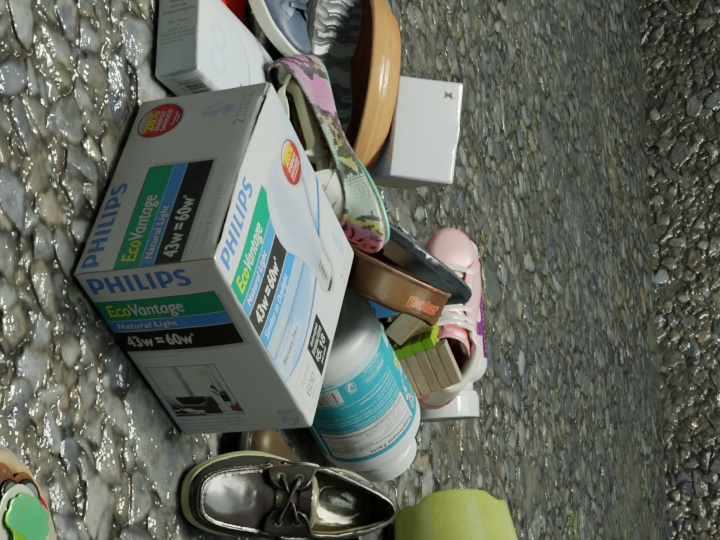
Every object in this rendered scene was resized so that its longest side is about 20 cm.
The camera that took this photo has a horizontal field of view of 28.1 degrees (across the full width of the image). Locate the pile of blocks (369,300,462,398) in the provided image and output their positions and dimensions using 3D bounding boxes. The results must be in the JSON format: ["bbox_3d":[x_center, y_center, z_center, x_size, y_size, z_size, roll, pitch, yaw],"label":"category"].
[{"bbox_3d":[0.025,0.042,1.466,0.200,0.082,0.062,42,21,-9],"label":"pile of blocks"}]

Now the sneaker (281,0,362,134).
[{"bbox_3d":[-0.049,-0.184,1.443,0.074,0.082,0.203,22,75,-23],"label":"sneaker"}]

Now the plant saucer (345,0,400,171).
[{"bbox_3d":[0.003,-0.184,1.471,0.200,0.037,0.203,-171,-90,-78],"label":"plant saucer"}]

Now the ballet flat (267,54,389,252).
[{"bbox_3d":[-0.040,-0.104,1.317,0.070,0.069,0.202,-12,76,-38],"label":"ballet flat"}]

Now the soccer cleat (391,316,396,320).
[{"bbox_3d":[0.025,0.115,1.526,0.069,0.076,0.203,4,79,-68],"label":"soccer cleat"}]

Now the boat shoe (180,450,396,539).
[{"bbox_3d":[-0.056,0.191,1.213,0.198,0.064,0.074,6,82,-37],"label":"boat shoe"}]

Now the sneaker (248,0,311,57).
[{"bbox_3d":[-0.069,-0.303,1.368,0.075,0.083,0.203,-16,88,-73],"label":"sneaker"}]

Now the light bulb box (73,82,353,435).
[{"bbox_3d":[-0.109,-0.007,1.162,0.201,0.123,0.200,63,29,-42],"label":"light bulb box"}]

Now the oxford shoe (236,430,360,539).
[{"bbox_3d":[-0.050,0.200,1.302,0.201,0.083,0.073,60,32,-41],"label":"oxford shoe"}]

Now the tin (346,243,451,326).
[{"bbox_3d":[0.000,0.000,1.337,0.111,0.199,0.042,18,96,-42],"label":"tin"}]

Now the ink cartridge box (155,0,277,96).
[{"bbox_3d":[-0.124,-0.233,1.302,0.160,0.047,0.203,39,49,-61],"label":"ink cartridge box"}]

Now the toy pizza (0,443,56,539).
[{"bbox_3d":[-0.236,0.202,0.895,0.200,0.031,0.203,-8,90,-69],"label":"toy pizza"}]

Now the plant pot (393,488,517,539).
[{"bbox_3d":[0.109,0.346,1.550,0.201,0.198,0.186,52,25,-52],"label":"plant pot"}]

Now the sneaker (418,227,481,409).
[{"bbox_3d":[0.099,0.045,1.554,0.105,0.074,0.203,129,-30,-75],"label":"sneaker"}]

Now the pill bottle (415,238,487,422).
[{"bbox_3d":[0.089,0.071,1.657,0.112,0.111,0.203,16,67,-67],"label":"pill bottle"}]

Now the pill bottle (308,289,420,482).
[{"bbox_3d":[-0.009,0.118,1.397,0.112,0.109,0.201,-76,151,-42],"label":"pill bottle"}]

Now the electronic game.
[{"bbox_3d":[0.029,-0.027,1.462,0.042,0.199,0.200,-55,149,-4],"label":"electronic game"}]

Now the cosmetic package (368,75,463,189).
[{"bbox_3d":[0.043,-0.141,1.512,0.200,0.070,0.103,-176,-88,-77],"label":"cosmetic package"}]
